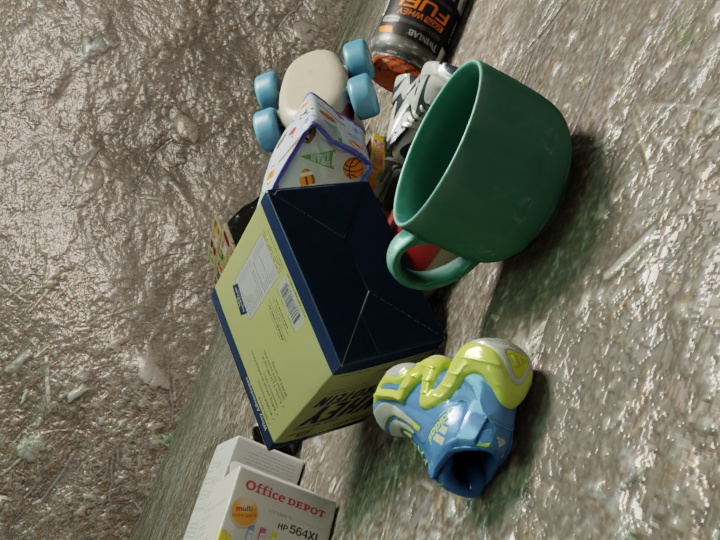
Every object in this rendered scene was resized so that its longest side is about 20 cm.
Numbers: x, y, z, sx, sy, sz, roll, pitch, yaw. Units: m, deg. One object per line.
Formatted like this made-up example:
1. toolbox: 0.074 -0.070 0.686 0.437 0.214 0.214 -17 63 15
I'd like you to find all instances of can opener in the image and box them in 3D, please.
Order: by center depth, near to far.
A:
1. can opener: 0.015 -0.087 1.181 0.068 0.052 0.201 -80 17 -47

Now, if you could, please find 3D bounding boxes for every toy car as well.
1. toy car: -0.044 -0.215 1.204 0.180 0.202 0.180 -17 46 11

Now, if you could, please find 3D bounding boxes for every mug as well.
1. mug: 0.105 -0.078 0.688 0.185 0.112 0.155 -51 21 50

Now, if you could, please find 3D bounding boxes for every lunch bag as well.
1. lunch bag: -0.075 -0.107 1.039 0.202 0.122 0.171 -54 16 17

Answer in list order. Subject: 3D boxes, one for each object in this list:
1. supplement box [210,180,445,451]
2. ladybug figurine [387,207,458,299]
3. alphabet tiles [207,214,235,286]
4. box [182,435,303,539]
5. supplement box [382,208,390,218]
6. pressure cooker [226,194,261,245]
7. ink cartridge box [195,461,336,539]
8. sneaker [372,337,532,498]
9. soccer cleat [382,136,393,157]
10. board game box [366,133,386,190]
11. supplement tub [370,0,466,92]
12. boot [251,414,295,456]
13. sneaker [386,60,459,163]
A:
1. supplement box: -0.046 0.049 0.841 0.200 0.132 0.203 -51 56 47
2. ladybug figurine: 0.070 -0.045 0.857 0.202 0.071 0.137 -61 15 25
3. alphabet tiles: -0.202 0.017 1.199 0.170 0.006 0.201 67 157 17
4. box: -0.174 0.352 1.087 0.152 0.104 0.204 -37 32 63
5. supplement box: 0.000 0.000 1.074 0.067 0.068 0.203 -50 23 48
6. pressure cooker: -0.116 -0.010 1.280 0.175 0.202 0.178 -9 41 33
7. ink cartridge box: -0.119 0.323 0.874 0.125 0.126 0.204 -45 26 56
8. sneaker: 0.058 0.127 0.621 0.200 0.074 0.107 -45 26 56
9. soccer cleat: 0.004 -0.124 1.261 0.202 0.063 0.085 -57 19 35
10. board game box: -0.017 -0.086 1.095 0.096 0.029 0.202 -85 18 -56
11. supplement tub: 0.090 -0.388 1.233 0.204 0.120 0.122 -69 14 -6
12. boot: -0.129 0.150 1.163 0.071 0.183 0.203 -11 42 34
13. sneaker: 0.090 -0.198 1.040 0.198 0.078 0.133 14 94 63
